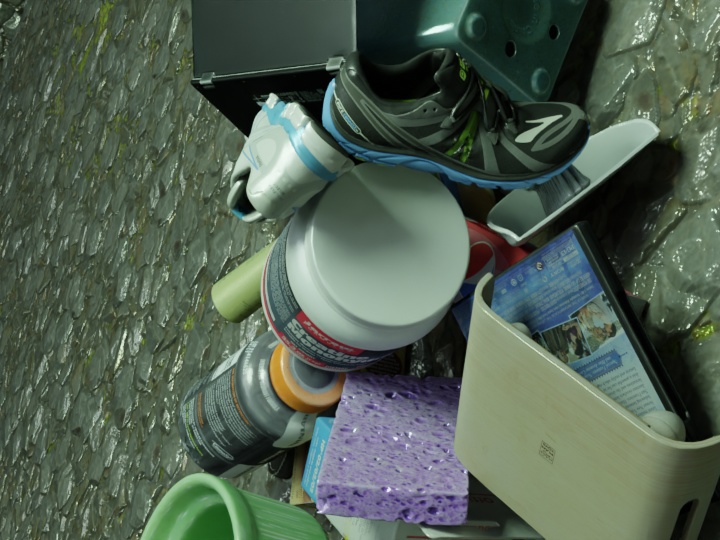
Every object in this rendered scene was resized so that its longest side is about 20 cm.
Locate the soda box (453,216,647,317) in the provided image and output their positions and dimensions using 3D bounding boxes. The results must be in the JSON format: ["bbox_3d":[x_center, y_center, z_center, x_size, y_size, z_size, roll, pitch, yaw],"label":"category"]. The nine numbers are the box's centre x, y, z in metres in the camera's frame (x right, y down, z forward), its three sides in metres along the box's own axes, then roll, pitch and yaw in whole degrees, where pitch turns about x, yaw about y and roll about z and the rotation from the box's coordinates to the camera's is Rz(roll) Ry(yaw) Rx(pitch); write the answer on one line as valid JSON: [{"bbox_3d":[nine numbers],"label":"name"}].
[{"bbox_3d":[0.133,0.018,0.936,0.200,0.063,0.071,34,105,59],"label":"soda box"}]

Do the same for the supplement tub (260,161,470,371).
[{"bbox_3d":[0.000,0.000,0.943,0.200,0.138,0.143,138,141,-72],"label":"supplement tub"}]

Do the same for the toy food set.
[{"bbox_3d":[0.144,0.109,0.791,0.199,0.060,0.145,38,138,35],"label":"toy food set"}]

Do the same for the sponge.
[{"bbox_3d":[0.032,0.134,0.924,0.200,0.109,0.030,-72,-15,-71],"label":"sponge"}]

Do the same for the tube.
[{"bbox_3d":[-0.073,-0.015,1.235,0.199,0.052,0.058,-37,26,25],"label":"tube"}]

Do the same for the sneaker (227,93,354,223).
[{"bbox_3d":[-0.066,-0.077,0.871,0.087,0.075,0.200,-45,9,0],"label":"sneaker"}]

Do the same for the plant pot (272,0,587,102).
[{"bbox_3d":[0.076,-0.217,1.000,0.199,0.195,0.198,10,74,52],"label":"plant pot"}]

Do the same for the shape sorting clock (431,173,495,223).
[{"bbox_3d":[0.030,-0.098,1.032,0.199,0.199,0.040,6,62,59],"label":"shape sorting clock"}]

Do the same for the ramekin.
[{"bbox_3d":[-0.099,0.262,0.888,0.199,0.097,0.203,-36,45,46],"label":"ramekin"}]

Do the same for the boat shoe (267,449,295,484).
[{"bbox_3d":[-0.075,0.118,1.234,0.071,0.060,0.205,-9,69,58],"label":"boat shoe"}]

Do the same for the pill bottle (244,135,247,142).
[{"bbox_3d":[-0.010,-0.161,1.159,0.200,0.111,0.111,-44,35,1],"label":"pill bottle"}]

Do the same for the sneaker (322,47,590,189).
[{"bbox_3d":[0.073,-0.112,0.837,0.071,0.196,0.084,-92,13,-48],"label":"sneaker"}]

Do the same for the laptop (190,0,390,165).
[{"bbox_3d":[-0.038,-0.184,0.940,0.185,0.200,0.117,3,61,43],"label":"laptop"}]

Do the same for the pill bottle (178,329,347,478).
[{"bbox_3d":[-0.087,0.120,1.100,0.200,0.105,0.108,-36,47,52],"label":"pill bottle"}]

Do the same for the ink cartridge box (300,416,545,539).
[{"bbox_3d":[0.045,0.192,0.944,0.200,0.114,0.069,36,114,58],"label":"ink cartridge box"}]

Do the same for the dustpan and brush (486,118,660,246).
[{"bbox_3d":[0.146,-0.068,0.938,0.139,0.058,0.200,-37,-5,-7],"label":"dustpan and brush"}]

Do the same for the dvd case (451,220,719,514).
[{"bbox_3d":[0.153,0.085,0.819,0.142,0.017,0.202,-36,76,46],"label":"dvd case"}]

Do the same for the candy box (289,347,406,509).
[{"bbox_3d":[-0.011,0.125,1.129,0.115,0.055,0.204,-19,60,55],"label":"candy box"}]
